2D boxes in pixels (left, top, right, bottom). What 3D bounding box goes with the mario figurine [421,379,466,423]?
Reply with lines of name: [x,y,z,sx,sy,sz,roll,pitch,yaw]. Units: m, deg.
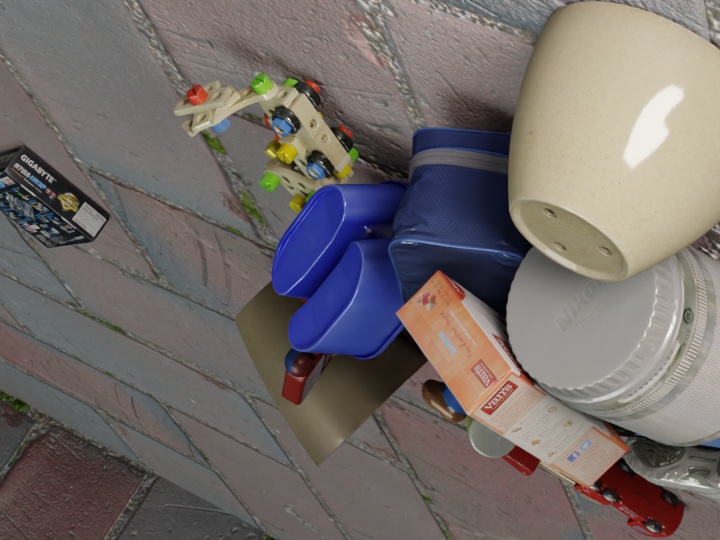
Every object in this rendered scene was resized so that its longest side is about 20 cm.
mario figurine: [0.131,0.045,1.704,0.106,0.200,0.124,31,-154,-4]

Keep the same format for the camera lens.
camera lens: [0.235,0.051,1.460,0.160,0.161,0.200,15,174,44]

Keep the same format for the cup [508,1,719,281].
cup: [0.188,-0.078,1.306,0.200,0.143,0.200,29,161,11]

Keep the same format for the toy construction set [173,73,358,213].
toy construction set: [-0.080,-0.131,1.723,0.131,0.092,0.200,13,164,47]

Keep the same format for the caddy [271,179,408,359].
caddy: [0.000,0.000,1.716,0.105,0.142,0.200,0,147,-32]

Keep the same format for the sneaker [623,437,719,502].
sneaker: [0.365,0.214,1.864,0.200,0.078,0.099,14,157,47]

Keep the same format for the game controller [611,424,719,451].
game controller: [0.326,0.153,1.712,0.199,0.042,0.104,10,155,-8]

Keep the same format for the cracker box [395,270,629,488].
cracker box: [0.132,0.095,1.517,0.200,0.058,0.134,33,-164,-46]

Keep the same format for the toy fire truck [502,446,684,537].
toy fire truck: [0.281,0.256,2.151,0.200,0.049,0.141,35,162,-8]

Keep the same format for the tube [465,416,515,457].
tube: [0.130,0.149,1.856,0.052,0.058,0.200,24,-172,-5]

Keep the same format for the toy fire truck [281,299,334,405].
toy fire truck: [-0.030,0.061,1.984,0.112,0.168,0.200,31,162,4]

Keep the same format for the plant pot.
plant pot: [-0.052,0.101,2.152,0.200,0.187,0.187,46,162,3]

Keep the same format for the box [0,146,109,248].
box: [-0.455,-0.099,2.490,0.159,0.046,0.200,40,161,-20]

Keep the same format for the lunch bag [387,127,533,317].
lunch bag: [0.108,-0.039,1.565,0.135,0.133,0.200,9,158,11]
